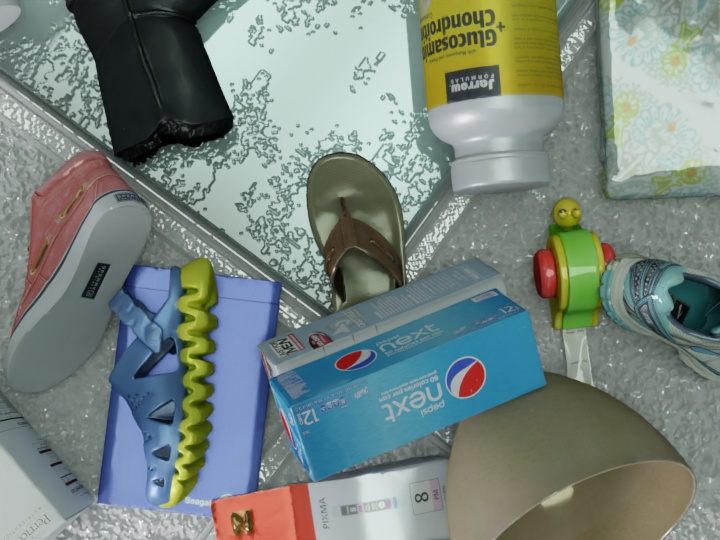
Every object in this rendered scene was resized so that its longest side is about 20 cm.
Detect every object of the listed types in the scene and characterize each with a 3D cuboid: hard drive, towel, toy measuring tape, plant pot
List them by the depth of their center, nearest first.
[{"bbox_3d":[0.147,0.160,1.144,0.200,0.201,0.135,-26,55,-3],"label":"plant pot"},{"bbox_3d":[0.184,0.038,1.195,0.073,0.074,0.201,-6,87,-3],"label":"toy measuring tape"},{"bbox_3d":[-0.143,0.102,1.200,0.131,0.025,0.201,7,87,-2],"label":"hard drive"},{"bbox_3d":[0.288,-0.163,1.222,0.170,0.048,0.201,-2,87,1],"label":"towel"}]

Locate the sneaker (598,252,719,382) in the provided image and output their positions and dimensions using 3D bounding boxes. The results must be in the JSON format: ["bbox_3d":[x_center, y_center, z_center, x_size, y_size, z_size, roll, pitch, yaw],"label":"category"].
[{"bbox_3d":[0.293,0.046,1.170,0.199,0.086,0.078,19,84,-26],"label":"sneaker"}]

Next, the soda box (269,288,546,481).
[{"bbox_3d":[0.037,0.086,1.100,0.199,0.064,0.068,-21,111,-12],"label":"soda box"}]

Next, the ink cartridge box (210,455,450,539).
[{"bbox_3d":[-0.010,0.250,1.175,0.199,0.057,0.164,-9,88,-16],"label":"ink cartridge box"}]

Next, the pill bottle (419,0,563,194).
[{"bbox_3d":[0.108,-0.168,1.173,0.111,0.112,0.201,-5,87,-3],"label":"pill bottle"}]

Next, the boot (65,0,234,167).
[{"bbox_3d":[-0.135,-0.193,1.188,0.199,0.076,0.169,-22,85,4],"label":"boot"}]

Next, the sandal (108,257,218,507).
[{"bbox_3d":[-0.162,0.090,1.154,0.087,0.080,0.201,1,79,1],"label":"sandal"}]

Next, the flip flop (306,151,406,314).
[{"bbox_3d":[0.000,0.000,1.194,0.081,0.058,0.201,-6,90,2],"label":"flip flop"}]

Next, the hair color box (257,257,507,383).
[{"bbox_3d":[0.027,0.074,1.162,0.199,0.061,0.099,-22,111,-13],"label":"hair color box"}]

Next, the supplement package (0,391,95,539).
[{"bbox_3d":[-0.354,0.177,1.128,0.191,0.147,0.200,-42,89,-4],"label":"supplement package"}]

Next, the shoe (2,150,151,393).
[{"bbox_3d":[-0.246,0.000,1.184,0.201,0.071,0.091,-58,46,19],"label":"shoe"}]

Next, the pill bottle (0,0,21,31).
[{"bbox_3d":[-0.358,-0.286,1.167,0.112,0.112,0.201,-27,89,-3],"label":"pill bottle"}]
